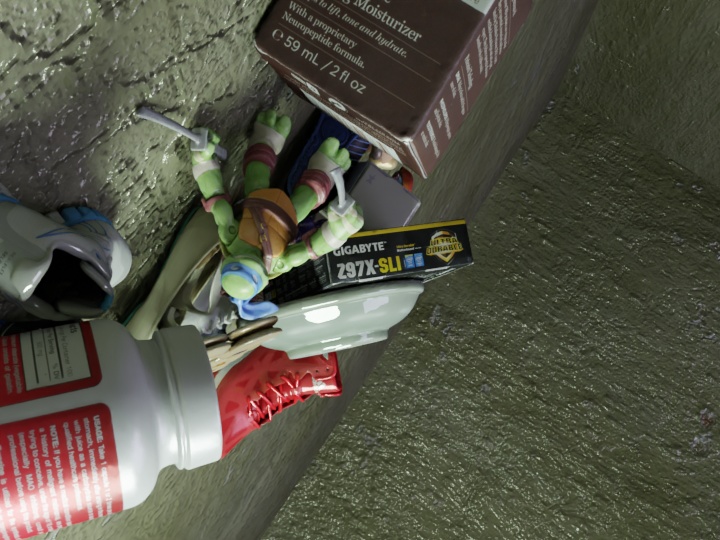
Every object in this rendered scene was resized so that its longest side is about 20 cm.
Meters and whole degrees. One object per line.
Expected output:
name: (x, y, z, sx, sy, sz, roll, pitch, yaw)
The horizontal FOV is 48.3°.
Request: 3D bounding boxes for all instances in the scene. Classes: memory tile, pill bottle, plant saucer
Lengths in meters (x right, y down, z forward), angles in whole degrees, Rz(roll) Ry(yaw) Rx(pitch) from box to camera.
memory tile: (-0.162, 0.089, 0.727, 0.151, 0.017, 0.199, -19, 172, -31)
pill bottle: (-0.185, 0.092, 0.465, 0.195, 0.114, 0.113, -10, 147, -22)
plant saucer: (-0.027, 0.055, 0.816, 0.195, 0.052, 0.200, -12, 173, -2)

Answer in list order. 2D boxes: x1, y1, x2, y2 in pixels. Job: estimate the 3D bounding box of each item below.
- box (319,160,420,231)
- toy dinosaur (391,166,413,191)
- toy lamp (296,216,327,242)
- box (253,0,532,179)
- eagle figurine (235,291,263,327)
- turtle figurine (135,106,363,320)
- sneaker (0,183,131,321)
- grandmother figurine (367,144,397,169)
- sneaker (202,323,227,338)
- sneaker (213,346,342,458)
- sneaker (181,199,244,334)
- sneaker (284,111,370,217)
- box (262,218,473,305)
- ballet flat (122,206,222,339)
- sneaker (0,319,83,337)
box: (0.001, -0.082, 0.987, 0.069, 0.081, 0.200, -55, -168, -2)
toy dinosaur: (0.021, -0.060, 1.184, 0.179, 0.202, 0.105, -27, -163, 20)
toy lamp: (-0.069, -0.045, 1.028, 0.059, 0.058, 0.200, -58, 170, 4)
box: (0.037, -0.221, 0.714, 0.203, 0.164, 0.164, -58, 169, 3)
eagle figurine: (-0.100, 0.067, 1.021, 0.150, 0.153, 0.200, -39, 179, 13)
turtle figurine: (-0.065, -0.082, 0.672, 0.196, 0.140, 0.204, -75, 158, -54)
sneaker: (-0.188, 0.004, 0.518, 0.076, 0.086, 0.200, -59, 171, 2)
grandmother figurine: (0.032, -0.205, 1.057, 0.201, 0.059, 0.124, 86, 10, -68)
sneaker: (-0.175, 0.106, 0.888, 0.203, 0.080, 0.074, -58, 170, 0)
sneaker: (-0.088, 0.126, 0.864, 0.079, 0.113, 0.202, 77, 33, -45)
sneaker: (-0.146, 0.026, 0.819, 0.202, 0.070, 0.073, -58, 170, -3)
sneaker: (-0.027, -0.149, 0.923, 0.202, 0.070, 0.078, -55, -177, -15)
box: (0.000, 0.000, 0.828, 0.156, 0.051, 0.199, -7, 172, -25)
ballet flat: (-0.173, 0.037, 0.744, 0.203, 0.069, 0.069, -59, 170, 5)
sneaker: (-0.250, 0.097, 0.547, 0.117, 0.079, 0.201, 106, 12, -47)
